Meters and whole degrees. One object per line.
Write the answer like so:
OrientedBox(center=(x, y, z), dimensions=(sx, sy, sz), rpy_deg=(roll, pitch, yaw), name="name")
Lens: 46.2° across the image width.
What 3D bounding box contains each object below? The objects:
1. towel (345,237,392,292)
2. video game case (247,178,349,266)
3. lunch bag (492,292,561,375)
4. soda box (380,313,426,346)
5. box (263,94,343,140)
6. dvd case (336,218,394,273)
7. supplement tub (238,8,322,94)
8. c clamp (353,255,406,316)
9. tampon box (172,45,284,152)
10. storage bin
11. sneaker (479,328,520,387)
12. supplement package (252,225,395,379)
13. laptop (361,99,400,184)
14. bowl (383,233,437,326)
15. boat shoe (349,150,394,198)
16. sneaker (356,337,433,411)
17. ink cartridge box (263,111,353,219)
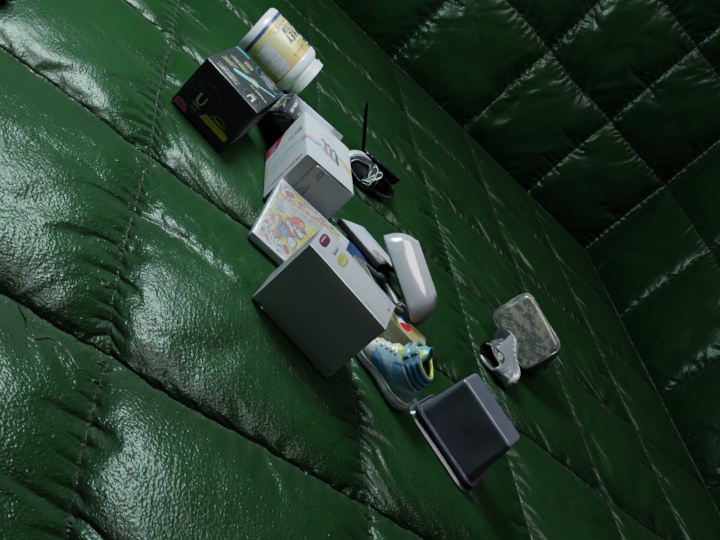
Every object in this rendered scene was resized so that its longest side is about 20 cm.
OrientedBox(center=(0.000, 0.000, 1.859), dimensions=(0.200, 0.048, 0.112), rpy_deg=(43, 22, -17), name="towel")
OrientedBox(center=(-0.119, -0.063, 1.695), dimensions=(0.199, 0.023, 0.184), rpy_deg=(42, 40, -18), name="video game case")
OrientedBox(center=(0.466, 0.183, 2.356), dimensions=(0.202, 0.138, 0.168), rpy_deg=(60, 7, 16), name="lunch bag")
OrientedBox(center=(0.047, 0.111, 1.749), dimensions=(0.200, 0.068, 0.064), rpy_deg=(46, 21, -12), name="soda box")
OrientedBox(center=(-0.150, -0.347, 1.982), dimensions=(0.158, 0.049, 0.199), rpy_deg=(38, -8, -31), name="box")
OrientedBox(center=(0.021, -0.055, 1.957), dimensions=(0.143, 0.018, 0.200), rpy_deg=(49, 9, 12), name="dvd case")
OrientedBox(center=(-0.208, -0.569, 2.221), dimensions=(0.200, 0.144, 0.145), rpy_deg=(43, 23, -16), name="supplement tub")
OrientedBox(center=(0.051, 0.036, 1.748), dimensions=(0.171, 0.027, 0.201), rpy_deg=(44, 9, -20), name="c clamp")
OrientedBox(center=(-0.278, -0.368, 1.794), dimensions=(0.150, 0.126, 0.200), rpy_deg=(46, 23, -8), name="tampon box")
OrientedBox(center=(0.220, 0.310, 1.684), dimensions=(0.202, 0.134, 0.145), rpy_deg=(56, 23, 13), name="storage bin")
OrientedBox(center=(0.354, 0.201, 2.196), dimensions=(0.115, 0.075, 0.202), rpy_deg=(36, 27, -26), name="sneaker")
OrientedBox(center=(-0.062, 0.056, 1.506), dimensions=(0.200, 0.155, 0.111), rpy_deg=(47, 23, -7), name="supplement package")
OrientedBox(center=(0.057, -0.350, 2.340), dimensions=(0.199, 0.117, 0.187), rpy_deg=(39, 0, -4), name="laptop")
OrientedBox(center=(0.114, 0.016, 1.846), dimensions=(0.200, 0.073, 0.204), rpy_deg=(57, 14, -80), name="bowl")
OrientedBox(center=(0.023, -0.251, 2.265), dimensions=(0.199, 0.074, 0.068), rpy_deg=(40, 7, -48), name="boat shoe")
OrientedBox(center=(0.069, 0.155, 1.639), dimensions=(0.202, 0.130, 0.079), rpy_deg=(54, 24, 11), name="sneaker")
OrientedBox(center=(-0.115, -0.211, 1.839), dimensions=(0.144, 0.145, 0.202), rpy_deg=(38, 26, -27), name="ink cartridge box")
